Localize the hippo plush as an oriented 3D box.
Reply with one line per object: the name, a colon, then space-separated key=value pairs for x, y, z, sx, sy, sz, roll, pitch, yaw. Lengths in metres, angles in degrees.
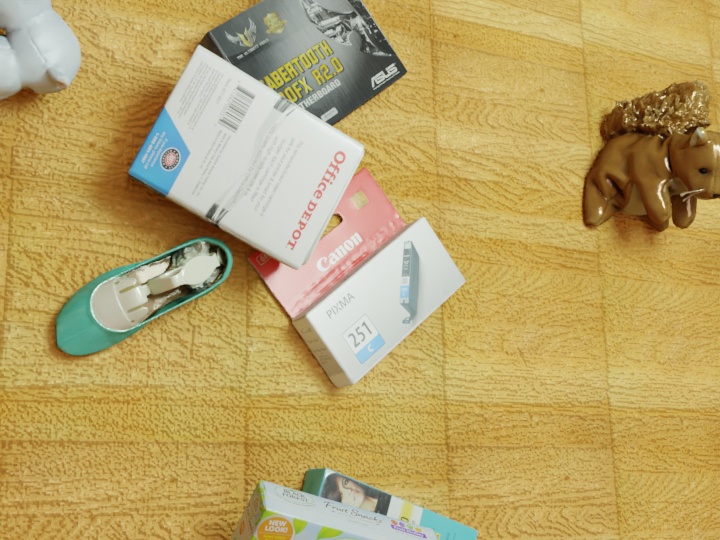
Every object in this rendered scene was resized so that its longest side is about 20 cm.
hippo plush: x=-0.336 y=-0.253 z=0.973 sx=0.198 sy=0.159 sz=0.163 roll=-19 pitch=118 yaw=-16

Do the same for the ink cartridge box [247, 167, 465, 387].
ink cartridge box: x=0.000 y=0.000 z=1.124 sx=0.200 sy=0.045 sz=0.177 roll=-40 pitch=99 yaw=-30

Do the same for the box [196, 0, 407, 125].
box: x=-0.063 y=-0.240 z=1.145 sx=0.199 sy=0.048 sz=0.159 roll=-38 pitch=97 yaw=-30

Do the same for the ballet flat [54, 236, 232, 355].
ballet flat: x=-0.210 y=0.017 z=0.992 sx=0.199 sy=0.070 sz=0.068 roll=-30 pitch=93 yaw=-30

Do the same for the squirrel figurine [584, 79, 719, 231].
squirrel figurine: x=0.399 y=-0.156 z=1.292 sx=0.140 sy=0.186 sz=0.203 roll=10 pitch=73 yaw=-25

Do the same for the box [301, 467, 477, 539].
box: x=0.026 y=0.283 z=1.067 sx=0.198 sy=0.049 sz=0.083 roll=26 pitch=67 yaw=-21

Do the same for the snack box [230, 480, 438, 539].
snack box: x=-0.034 y=0.300 z=0.984 sx=0.198 sy=0.053 sz=0.143 roll=20 pitch=106 yaw=-20

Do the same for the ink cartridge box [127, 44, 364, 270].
ink cartridge box: x=-0.118 y=-0.111 z=1.033 sx=0.199 sy=0.084 sz=0.147 roll=30 pitch=85 yaw=-14
